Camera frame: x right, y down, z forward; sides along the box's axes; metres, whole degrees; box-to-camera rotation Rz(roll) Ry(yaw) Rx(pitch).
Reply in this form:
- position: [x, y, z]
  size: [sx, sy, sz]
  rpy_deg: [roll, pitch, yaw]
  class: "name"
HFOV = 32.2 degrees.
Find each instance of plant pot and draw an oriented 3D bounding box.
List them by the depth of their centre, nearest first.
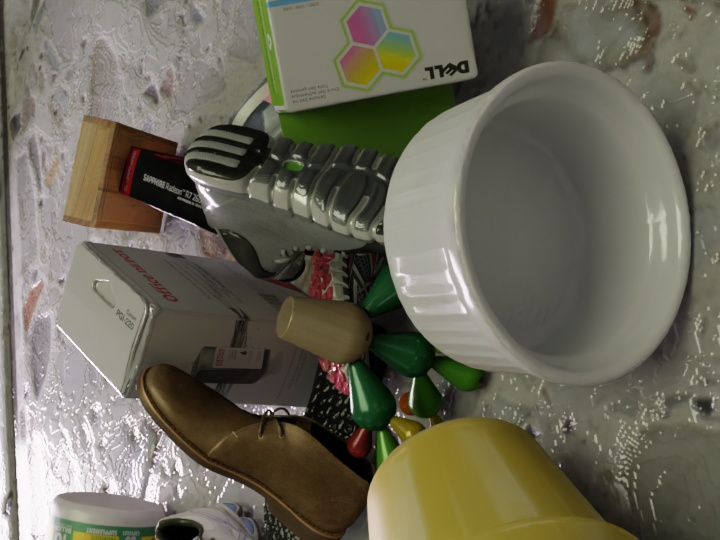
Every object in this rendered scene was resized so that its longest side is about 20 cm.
- position: [0.088, 0.203, 0.796]
  size: [0.201, 0.200, 0.189]
  rpy_deg: [-56, 30, 25]
  class: "plant pot"

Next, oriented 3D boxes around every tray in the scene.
- position: [-0.230, -0.089, 1.222]
  size: [0.037, 0.200, 0.099]
  rpy_deg: [12, 92, 7]
  class: "tray"

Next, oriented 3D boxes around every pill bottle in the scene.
- position: [-0.257, 0.324, 1.213]
  size: [0.112, 0.112, 0.201]
  rpy_deg: [4, 84, 49]
  class: "pill bottle"

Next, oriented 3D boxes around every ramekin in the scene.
- position: [0.110, -0.026, 0.805]
  size: [0.098, 0.200, 0.202]
  rpy_deg: [-9, 76, 56]
  class: "ramekin"

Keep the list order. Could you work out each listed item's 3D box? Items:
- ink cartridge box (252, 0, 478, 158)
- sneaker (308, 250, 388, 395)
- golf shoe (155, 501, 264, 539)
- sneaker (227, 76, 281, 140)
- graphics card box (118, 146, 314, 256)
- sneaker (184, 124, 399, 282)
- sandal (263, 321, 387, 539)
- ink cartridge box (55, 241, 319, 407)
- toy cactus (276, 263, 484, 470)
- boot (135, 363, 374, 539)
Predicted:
- position: [0.011, -0.130, 0.922]
  size: [0.076, 0.147, 0.201]
  rpy_deg: [-151, 50, -78]
  class: "ink cartridge box"
- position: [0.000, 0.000, 1.003]
  size: [0.081, 0.074, 0.201]
  rpy_deg: [144, 128, -73]
  class: "sneaker"
- position: [-0.101, 0.259, 1.059]
  size: [0.200, 0.097, 0.079]
  rpy_deg: [17, 94, 48]
  class: "golf shoe"
- position: [-0.033, -0.162, 1.105]
  size: [0.200, 0.070, 0.082]
  rpy_deg: [-47, 71, 32]
  class: "sneaker"
- position: [-0.114, -0.061, 1.117]
  size: [0.200, 0.125, 0.051]
  rpy_deg: [24, 100, 49]
  class: "graphics card box"
- position: [-0.028, -0.031, 0.899]
  size: [0.199, 0.075, 0.116]
  rpy_deg: [19, 140, 19]
  class: "sneaker"
- position: [-0.018, 0.140, 1.029]
  size: [0.075, 0.048, 0.201]
  rpy_deg: [15, 80, 35]
  class: "sandal"
- position: [-0.136, 0.047, 1.063]
  size: [0.145, 0.199, 0.085]
  rpy_deg: [34, 108, 47]
  class: "ink cartridge box"
- position: [0.017, 0.051, 0.927]
  size: [0.102, 0.164, 0.201]
  rpy_deg: [21, 93, 69]
  class: "toy cactus"
- position: [-0.076, 0.123, 0.946]
  size: [0.076, 0.200, 0.074]
  rpy_deg: [-50, 7, 27]
  class: "boot"
